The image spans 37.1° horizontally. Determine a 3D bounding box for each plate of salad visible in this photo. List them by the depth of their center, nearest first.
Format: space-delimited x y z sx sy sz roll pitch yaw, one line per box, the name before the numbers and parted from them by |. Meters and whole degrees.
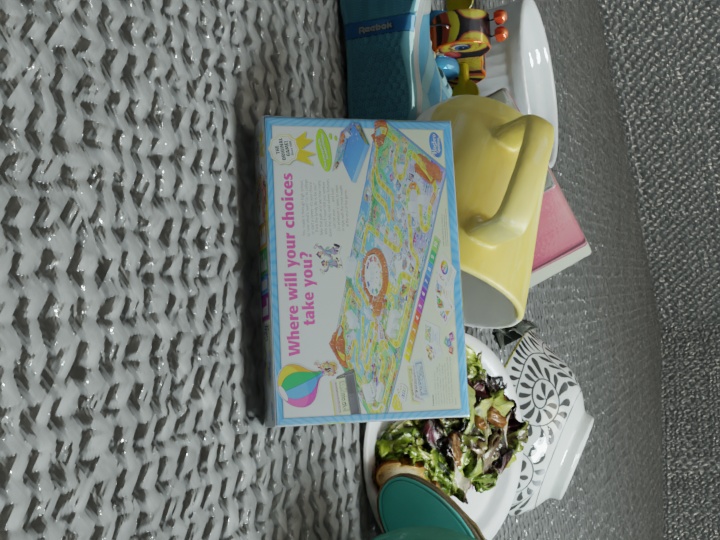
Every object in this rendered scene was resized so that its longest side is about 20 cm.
plate of salad | 0.082 0.152 0.915 0.199 0.048 0.203 4 84 -41

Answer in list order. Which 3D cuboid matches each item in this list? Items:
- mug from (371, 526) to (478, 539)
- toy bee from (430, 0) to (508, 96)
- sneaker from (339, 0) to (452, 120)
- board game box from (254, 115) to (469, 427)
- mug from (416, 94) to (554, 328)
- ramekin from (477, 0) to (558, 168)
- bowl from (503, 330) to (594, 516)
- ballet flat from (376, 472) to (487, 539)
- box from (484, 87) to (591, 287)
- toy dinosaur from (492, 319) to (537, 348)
mug | 0.033 0.261 0.736 0.153 0.184 0.115 53 26 -10
toy bee | 0.102 -0.224 1.081 0.200 0.108 0.132 -37 121 -67
sneaker | 0.039 -0.199 0.950 0.130 0.079 0.202 9 85 -67
board game box | 0.000 0.000 0.716 0.034 0.133 0.202 153 -64 -71
mug | 0.094 -0.052 0.845 0.149 0.185 0.154 38 66 -43
ramekin | 0.168 -0.215 1.270 0.200 0.097 0.203 -6 90 -70
bowl | 0.173 0.169 1.069 0.201 0.093 0.202 -56 161 -32
ballet flat | 0.093 0.237 0.828 0.068 0.200 0.072 -52 153 3
box | 0.154 -0.076 1.125 0.200 0.108 0.129 40 25 -62
toy dinosaur | 0.084 0.022 1.020 0.199 0.102 0.137 -19 82 -57
